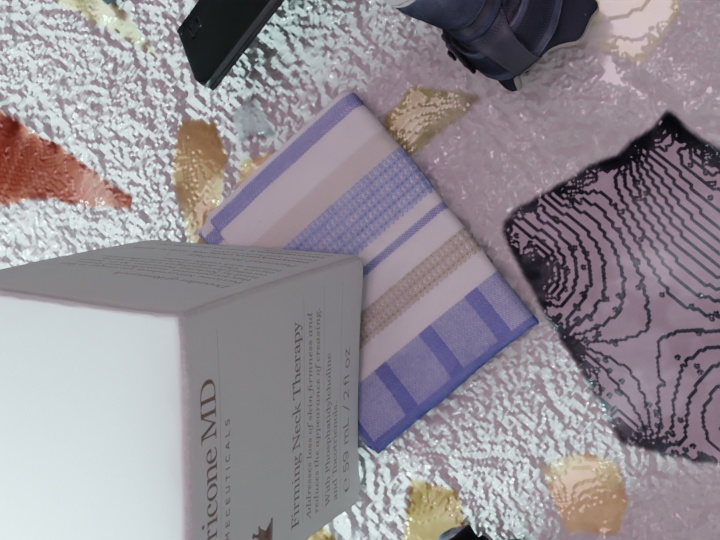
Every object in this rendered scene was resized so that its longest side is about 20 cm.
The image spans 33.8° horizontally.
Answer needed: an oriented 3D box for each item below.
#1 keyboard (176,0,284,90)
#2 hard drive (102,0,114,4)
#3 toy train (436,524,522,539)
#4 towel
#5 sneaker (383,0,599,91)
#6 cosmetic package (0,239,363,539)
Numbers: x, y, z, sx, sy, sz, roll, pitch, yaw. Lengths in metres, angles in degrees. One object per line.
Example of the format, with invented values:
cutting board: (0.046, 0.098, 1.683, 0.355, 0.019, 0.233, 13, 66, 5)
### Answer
keyboard: (-0.053, -0.215, 0.750, 0.200, 0.021, 0.127, -47, 44, 24)
hard drive: (-0.139, -0.292, 0.800, 0.200, 0.042, 0.135, -37, 77, 16)
toy train: (0.097, 0.244, 0.690, 0.085, 0.114, 0.200, -36, 80, 17)
towel: (0.000, 0.000, 0.768, 0.147, 0.024, 0.200, -42, 78, 16)
sneaker: (0.067, -0.197, 0.717, 0.077, 0.146, 0.203, -40, 36, 36)
cosmetic package: (-0.115, 0.079, 0.699, 0.166, 0.200, 0.168, 6, 102, 26)
